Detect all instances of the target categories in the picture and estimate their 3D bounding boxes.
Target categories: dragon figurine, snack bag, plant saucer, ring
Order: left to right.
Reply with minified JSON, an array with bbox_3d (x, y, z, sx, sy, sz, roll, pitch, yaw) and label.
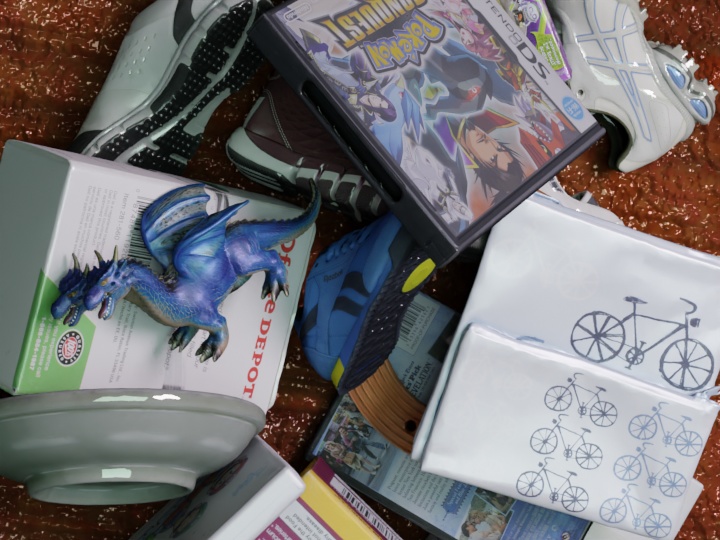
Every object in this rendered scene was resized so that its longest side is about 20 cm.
[{"bbox_3d":[-0.158,0.117,1.178,0.198,0.200,0.051,1,74,-14],"label":"plant saucer"},{"bbox_3d":[-0.094,-0.015,1.128,0.200,0.059,0.100,-43,127,-22],"label":"dragon figurine"},{"bbox_3d":[0.077,0.035,1.268,0.198,0.019,0.203,-1,88,17],"label":"ring"},{"bbox_3d":[0.150,0.062,1.219,0.187,0.021,0.202,18,99,-7],"label":"snack bag"}]

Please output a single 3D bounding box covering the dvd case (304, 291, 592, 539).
[{"bbox_3d":[0.078,0.117,1.289,0.199,0.018,0.143,29,89,10],"label":"dvd case"}]

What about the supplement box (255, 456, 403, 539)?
[{"bbox_3d":[-0.053,0.244,1.244,0.131,0.103,0.200,44,91,2],"label":"supplement box"}]

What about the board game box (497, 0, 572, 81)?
[{"bbox_3d":[0.053,-0.202,1.267,0.119,0.032,0.201,-19,102,17],"label":"board game box"}]

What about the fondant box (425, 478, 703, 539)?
[{"bbox_3d":[0.132,0.200,1.336,0.144,0.058,0.201,32,87,-15],"label":"fondant box"}]

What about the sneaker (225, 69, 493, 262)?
[{"bbox_3d":[0.017,-0.089,1.246,0.199,0.076,0.116,23,81,8],"label":"sneaker"}]

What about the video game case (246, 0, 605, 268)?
[{"bbox_3d":[0.047,-0.115,1.155,0.181,0.025,0.200,51,42,2],"label":"video game case"}]

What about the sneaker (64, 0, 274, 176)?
[{"bbox_3d":[-0.138,-0.117,1.236,0.200,0.080,0.074,-47,143,7],"label":"sneaker"}]

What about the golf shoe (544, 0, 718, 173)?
[{"bbox_3d":[0.158,-0.155,1.299,0.097,0.078,0.200,-43,103,0],"label":"golf shoe"}]

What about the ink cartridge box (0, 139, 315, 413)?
[{"bbox_3d":[-0.140,0.010,1.192,0.199,0.084,0.147,11,96,-43],"label":"ink cartridge box"}]

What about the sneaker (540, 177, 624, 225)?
[{"bbox_3d":[0.167,0.002,1.318,0.081,0.076,0.200,-46,105,-12],"label":"sneaker"}]

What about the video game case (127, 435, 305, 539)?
[{"bbox_3d":[-0.127,0.187,1.204,0.200,0.182,0.024,-43,99,-7],"label":"video game case"}]

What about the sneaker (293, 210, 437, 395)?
[{"bbox_3d":[0.000,0.000,1.202,0.066,0.201,0.079,-29,70,-34],"label":"sneaker"}]
